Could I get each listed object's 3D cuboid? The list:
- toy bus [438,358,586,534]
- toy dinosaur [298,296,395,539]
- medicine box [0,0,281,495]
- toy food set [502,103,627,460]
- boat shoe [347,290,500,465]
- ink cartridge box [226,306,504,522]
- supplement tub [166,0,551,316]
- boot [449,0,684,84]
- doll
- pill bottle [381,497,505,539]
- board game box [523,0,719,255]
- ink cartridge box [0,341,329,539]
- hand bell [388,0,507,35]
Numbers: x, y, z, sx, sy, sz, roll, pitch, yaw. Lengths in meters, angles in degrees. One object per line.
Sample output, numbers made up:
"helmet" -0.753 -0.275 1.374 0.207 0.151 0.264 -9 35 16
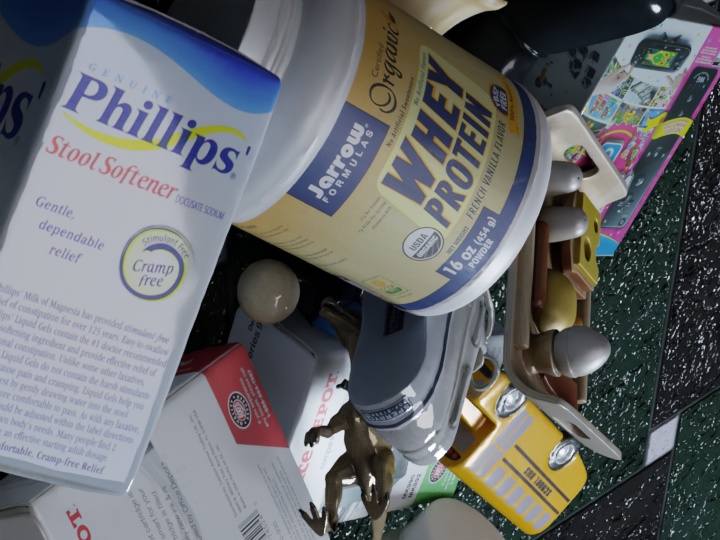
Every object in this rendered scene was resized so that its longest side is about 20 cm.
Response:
"toy bus" 0.094 0.114 1.005 0.078 0.065 0.200 -46 143 -1
"toy dinosaur" 0.005 0.119 0.885 0.101 0.058 0.202 -55 143 -59
"medicine box" -0.151 -0.027 0.670 0.102 0.182 0.202 20 91 -36
"toy food set" 0.150 0.011 0.956 0.143 0.060 0.202 38 54 -57
"boat shoe" 0.050 0.039 0.876 0.074 0.203 0.086 -21 121 24
"ink cartridge box" -0.005 0.095 1.009 0.199 0.084 0.147 -4 120 -45
"supplement tub" -0.010 -0.075 0.777 0.199 0.144 0.145 26 96 -30
"boot" 0.101 -0.126 0.896 0.076 0.200 0.169 37 84 -23
"doll" 0.000 0.000 0.940 0.199 0.138 0.048 -13 165 -47
"pill bottle" 0.022 0.268 1.081 0.113 0.114 0.200 10 131 -48
"board game box" 0.173 -0.108 1.046 0.147 0.064 0.201 -2 129 -45
"ink cartridge box" -0.123 0.154 0.839 0.200 0.082 0.148 -37 108 -52
"hand bell" -0.010 -0.116 0.885 0.104 0.104 0.201 18 115 -50
